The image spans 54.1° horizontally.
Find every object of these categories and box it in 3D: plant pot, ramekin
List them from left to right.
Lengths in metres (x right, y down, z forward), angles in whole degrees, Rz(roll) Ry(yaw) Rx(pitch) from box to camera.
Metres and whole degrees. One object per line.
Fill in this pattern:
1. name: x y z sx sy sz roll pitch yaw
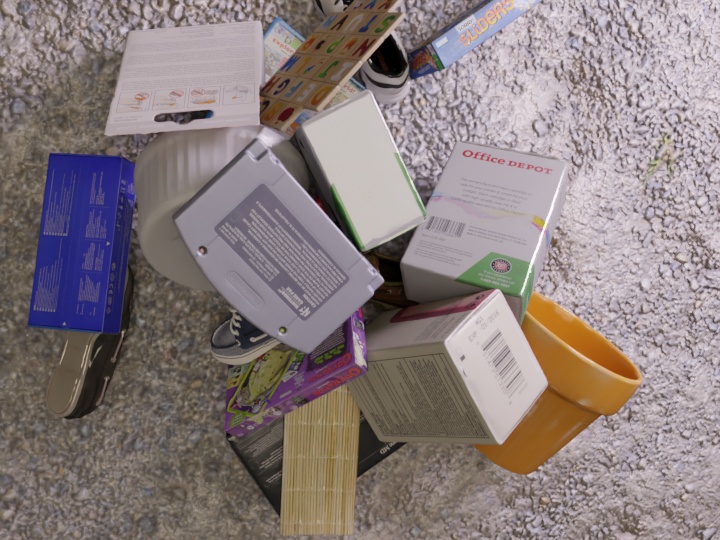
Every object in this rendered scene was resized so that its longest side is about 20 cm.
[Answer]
1. ramekin: -0.153 -0.062 0.789 0.198 0.201 0.098 -1 54 -10
2. plant pot: 0.220 0.149 0.903 0.199 0.200 0.184 28 107 -12

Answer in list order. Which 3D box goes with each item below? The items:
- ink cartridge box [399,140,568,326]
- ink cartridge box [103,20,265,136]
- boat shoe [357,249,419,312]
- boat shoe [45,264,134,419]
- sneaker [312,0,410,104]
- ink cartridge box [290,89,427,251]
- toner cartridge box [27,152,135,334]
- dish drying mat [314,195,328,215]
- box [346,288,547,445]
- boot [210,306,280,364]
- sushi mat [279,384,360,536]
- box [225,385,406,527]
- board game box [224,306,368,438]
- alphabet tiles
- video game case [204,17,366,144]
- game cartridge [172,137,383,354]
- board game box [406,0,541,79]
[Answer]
1. ink cartridge box: 0.151 -0.047 0.842 0.144 0.088 0.201 15 61 20
2. ink cartridge box: -0.185 -0.201 0.779 0.159 0.201 0.050 -5 141 -3
3. boat shoe: 0.000 0.000 0.874 0.198 0.072 0.068 10 137 -30
4. boat shoe: -0.320 0.083 0.861 0.066 0.057 0.202 21 88 24
5. sneaker: 0.004 -0.303 0.855 0.073 0.080 0.201 -34 91 -3
6. ink cartridge box: -0.009 -0.110 0.800 0.083 0.200 0.148 -27 99 -4
7. toner cartridge box: -0.320 -0.031 0.817 0.094 0.043 0.202 4 85 10
8. dish drying mat: -0.054 -0.043 0.908 0.200 0.018 0.077 -43 101 -3
9. box: 0.085 0.113 0.798 0.109 0.199 0.129 -38 104 -36
10. boot: -0.126 0.048 0.825 0.199 0.073 0.090 -23 136 31
11. sushi mat: -0.048 0.227 0.863 0.095 0.012 0.202 2 96 -11
12. box: -0.052 0.203 0.904 0.199 0.079 0.142 -33 99 -6
13. board game box: -0.080 0.105 0.829 0.199 0.121 0.032 -30 129 25
14. alphabet tiles: -0.038 -0.230 0.761 0.200 0.166 0.006 -49 124 -6
15. video game case: -0.105 -0.190 0.884 0.143 0.018 0.201 36 89 -11
16. game cartridge: -0.085 -0.015 0.709 0.133 0.041 0.200 -43 113 -3
17. board game box: 0.152 -0.307 0.858 0.199 0.135 0.035 -36 105 -5
